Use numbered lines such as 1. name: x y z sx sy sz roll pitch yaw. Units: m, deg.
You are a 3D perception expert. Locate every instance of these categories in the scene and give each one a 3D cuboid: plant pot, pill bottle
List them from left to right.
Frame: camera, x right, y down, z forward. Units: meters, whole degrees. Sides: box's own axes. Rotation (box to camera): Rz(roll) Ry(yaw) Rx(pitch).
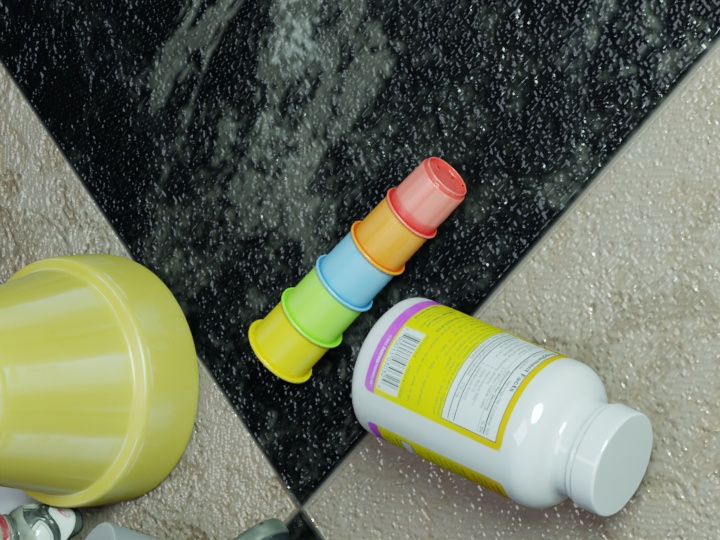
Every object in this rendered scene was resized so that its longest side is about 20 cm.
1. plant pot: -0.259 0.089 1.698 0.199 0.188 0.203 1 91 36
2. pill bottle: 0.097 0.097 1.479 0.199 0.104 0.105 23 105 34

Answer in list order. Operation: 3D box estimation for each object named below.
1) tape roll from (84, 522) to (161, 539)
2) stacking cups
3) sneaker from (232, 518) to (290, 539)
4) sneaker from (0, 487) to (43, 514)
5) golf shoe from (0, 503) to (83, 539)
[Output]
1. tape roll: -0.198 0.298 1.663 0.201 0.066 0.201 -58 19 34
2. stacking cups: 0.000 0.000 1.579 0.200 0.060 0.061 -45 66 28
3. sneaker: -0.088 0.283 1.644 0.114 0.076 0.200 46 120 25
4. sneaker: -0.345 0.215 1.844 0.200 0.073 0.116 -41 66 20
5. golf shoe: -0.274 0.272 1.783 0.073 0.091 0.201 59 147 38
